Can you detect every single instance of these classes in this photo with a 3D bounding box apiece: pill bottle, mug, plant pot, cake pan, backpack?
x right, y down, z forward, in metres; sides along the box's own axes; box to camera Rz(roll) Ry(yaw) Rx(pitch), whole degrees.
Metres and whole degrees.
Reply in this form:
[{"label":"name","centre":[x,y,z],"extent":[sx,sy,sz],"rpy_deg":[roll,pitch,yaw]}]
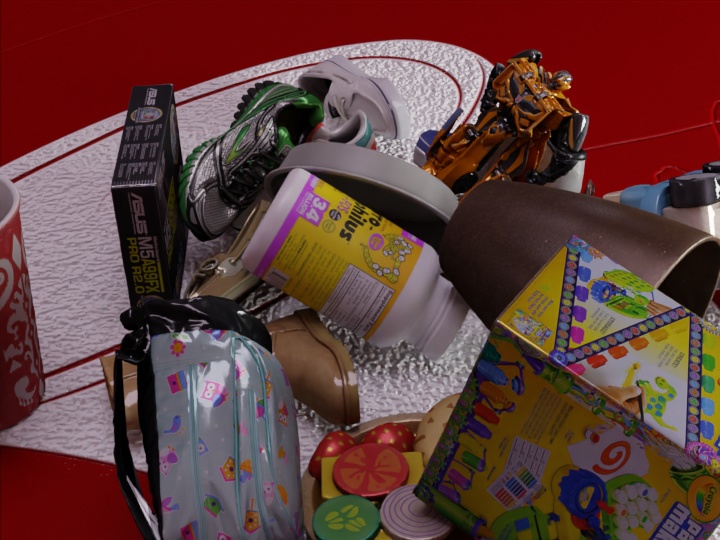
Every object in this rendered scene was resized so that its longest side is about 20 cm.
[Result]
[{"label":"pill bottle","centre":[0.000,0.000,1.260],"extent":[0.199,0.105,0.105],"rpy_deg":[31,37,-5]},{"label":"mug","centre":[-0.346,0.044,1.193],"extent":[0.132,0.201,0.178],"rpy_deg":[2,35,6]},{"label":"plant pot","centre":[0.171,0.007,1.184],"extent":[0.199,0.188,0.186],"rpy_deg":[33,47,27]},{"label":"cake pan","centre":[0.006,-0.069,1.342],"extent":[0.198,0.200,0.037],"rpy_deg":[11,73,20]},{"label":"backpack","centre":[-0.108,0.132,1.059],"extent":[0.125,0.167,0.202],"rpy_deg":[-11,68,10]}]

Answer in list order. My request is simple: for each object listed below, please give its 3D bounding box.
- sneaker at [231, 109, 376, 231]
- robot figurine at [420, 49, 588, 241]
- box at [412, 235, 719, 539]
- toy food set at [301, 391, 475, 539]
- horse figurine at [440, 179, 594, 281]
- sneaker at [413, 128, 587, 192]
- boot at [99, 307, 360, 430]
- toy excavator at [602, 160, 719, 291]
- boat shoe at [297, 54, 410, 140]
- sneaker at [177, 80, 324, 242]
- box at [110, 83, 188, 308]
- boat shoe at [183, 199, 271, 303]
[{"label":"sneaker","centre":[-0.069,-0.113,1.488],"extent":[0.198,0.094,0.070],"rpy_deg":[-21,38,-24]},{"label":"robot figurine","centre":[0.136,-0.122,1.385],"extent":[0.058,0.200,0.146],"rpy_deg":[7,42,-46]},{"label":"box","centre":[0.169,0.123,0.991],"extent":[0.192,0.201,0.122],"rpy_deg":[35,45,14]},{"label":"toy food set","centre":[0.049,0.173,1.107],"extent":[0.198,0.049,0.199],"rpy_deg":[-3,35,-1]},{"label":"horse figurine","centre":[0.147,-0.017,1.349],"extent":[0.199,0.050,0.132],"rpy_deg":[-34,13,-28]},{"label":"sneaker","centre":[0.160,-0.131,1.463],"extent":[0.198,0.116,0.080],"rpy_deg":[25,24,30]},{"label":"boot","centre":[-0.113,0.104,1.211],"extent":[0.198,0.067,0.175],"rpy_deg":[-13,23,-15]},{"label":"toy excavator","centre":[0.283,-0.051,1.321],"extent":[0.199,0.101,0.194],"rpy_deg":[1,14,41]},{"label":"boat shoe","centre":[-0.011,-0.197,1.627],"extent":[0.065,0.072,0.200],"rpy_deg":[-23,38,-19]},{"label":"sneaker","centre":[-0.111,-0.113,1.408],"extent":[0.085,0.078,0.201],"rpy_deg":[11,60,44]},{"label":"box","centre":[-0.203,-0.066,1.373],"extent":[0.044,0.161,0.201],"rpy_deg":[-3,34,-1]},{"label":"boat shoe","centre":[-0.125,-0.003,1.335],"extent":[0.063,0.073,0.201],"rpy_deg":[47,43,-1]}]
